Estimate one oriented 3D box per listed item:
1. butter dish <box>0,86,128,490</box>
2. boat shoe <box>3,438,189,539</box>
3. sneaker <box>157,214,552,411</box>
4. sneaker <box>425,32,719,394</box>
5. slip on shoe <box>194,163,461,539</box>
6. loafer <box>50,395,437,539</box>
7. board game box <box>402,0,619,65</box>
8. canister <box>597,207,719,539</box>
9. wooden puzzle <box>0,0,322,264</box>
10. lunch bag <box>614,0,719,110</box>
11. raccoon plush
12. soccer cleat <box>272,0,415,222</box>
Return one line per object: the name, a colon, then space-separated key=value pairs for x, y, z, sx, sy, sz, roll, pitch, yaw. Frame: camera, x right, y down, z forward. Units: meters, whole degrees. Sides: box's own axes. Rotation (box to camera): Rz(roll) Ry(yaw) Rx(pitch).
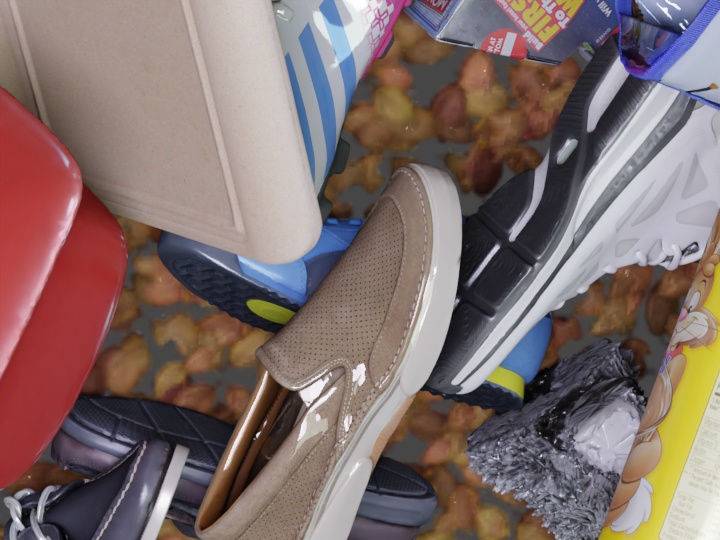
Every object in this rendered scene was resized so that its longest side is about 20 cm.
butter dish: x=-0.174 y=0.010 z=1.299 sx=0.148 sy=0.200 sz=0.200 roll=17 pitch=105 yaw=-48
boat shoe: x=-0.143 y=0.134 z=1.362 sx=0.063 sy=0.073 sz=0.200 roll=31 pitch=133 yaw=-11
sneaker: x=0.000 y=0.000 z=1.411 sx=0.200 sy=0.066 sz=0.079 roll=21 pitch=76 yaw=-19
sneaker: x=0.119 y=-0.007 z=1.372 sx=0.115 sy=0.076 sz=0.201 roll=35 pitch=95 yaw=-28
slip on shoe: x=-0.015 y=0.043 z=1.336 sx=0.060 sy=0.076 sz=0.200 roll=15 pitch=110 yaw=-26
loafer: x=-0.059 y=0.111 z=1.421 sx=0.200 sy=0.072 sz=0.063 roll=14 pitch=109 yaw=-26
board game box: x=0.127 y=-0.151 z=1.392 sx=0.200 sy=0.062 sz=0.200 roll=-42 pitch=119 yaw=2
canister: x=0.183 y=0.046 z=1.315 sx=0.201 sy=0.086 sz=0.148 roll=-70 pitch=158 yaw=-2
wooden puzzle: x=-0.101 y=-0.105 z=1.267 sx=0.037 sy=0.200 sz=0.185 roll=-31 pitch=120 yaw=-35
lunch bag: x=0.215 y=-0.157 z=1.311 sx=0.170 sy=0.124 sz=0.201 roll=15 pitch=99 yaw=-30
raccoon plush: x=0.122 y=0.120 z=1.422 sx=0.097 sy=0.200 sz=0.134 roll=-34 pitch=98 yaw=7
soccer cleat: x=-0.031 y=-0.110 z=1.327 sx=0.086 sy=0.070 sz=0.201 roll=16 pitch=91 yaw=-42
